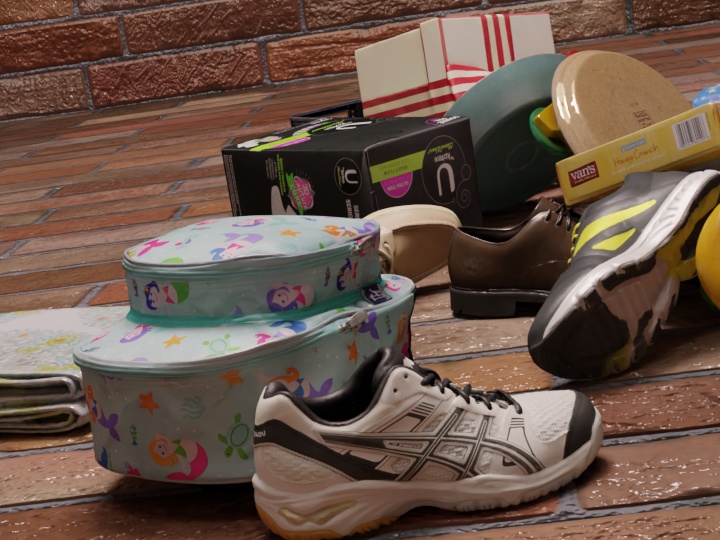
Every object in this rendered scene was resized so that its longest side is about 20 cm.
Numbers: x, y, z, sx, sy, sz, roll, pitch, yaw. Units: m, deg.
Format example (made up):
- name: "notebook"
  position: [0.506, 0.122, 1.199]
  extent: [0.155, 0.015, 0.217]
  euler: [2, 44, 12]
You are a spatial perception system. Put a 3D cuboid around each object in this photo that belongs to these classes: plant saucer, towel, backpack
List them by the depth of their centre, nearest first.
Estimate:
- name: "backpack"
  position: [-0.071, 0.048, 0.888]
  extent: [0.176, 0.152, 0.200]
  euler: [1, 21, 32]
- name: "towel"
  position: [-0.236, 0.071, 1.103]
  extent: [0.169, 0.049, 0.200]
  euler: [-1, 15, 18]
- name: "plant saucer"
  position: [0.153, -0.124, 1.462]
  extent: [0.198, 0.201, 0.036]
  euler: [-15, 51, -27]

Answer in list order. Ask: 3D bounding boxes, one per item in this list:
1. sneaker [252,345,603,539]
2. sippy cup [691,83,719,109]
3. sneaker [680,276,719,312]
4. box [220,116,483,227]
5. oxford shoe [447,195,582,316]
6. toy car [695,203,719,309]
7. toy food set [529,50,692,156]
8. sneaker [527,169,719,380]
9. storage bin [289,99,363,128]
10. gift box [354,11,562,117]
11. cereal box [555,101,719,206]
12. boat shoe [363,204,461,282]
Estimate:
- name: "sneaker"
  position: [0.038, 0.081, 0.787]
  extent: [0.198, 0.089, 0.076]
  euler: [-11, 11, -17]
- name: "sippy cup"
  position: [0.365, -0.118, 1.315]
  extent: [0.129, 0.141, 0.178]
  euler: [-1, -25, 26]
- name: "sneaker"
  position: [0.288, 0.000, 1.040]
  extent: [0.198, 0.086, 0.078]
  euler: [12, -20, 29]
- name: "box"
  position: [-0.007, -0.071, 1.382]
  extent: [0.199, 0.126, 0.148]
  euler: [6, 21, 45]
- name: "oxford shoe"
  position: [0.161, -0.014, 1.126]
  extent: [0.198, 0.085, 0.073]
  euler: [-3, 12, 14]
- name: "toy car"
  position: [0.305, 0.001, 0.872]
  extent: [0.198, 0.177, 0.150]
  euler: [-3, -23, 22]
- name: "toy food set"
  position: [0.254, -0.128, 1.388]
  extent: [0.200, 0.198, 0.049]
  euler: [-38, -5, -46]
- name: "sneaker"
  position: [0.171, 0.001, 0.994]
  extent: [0.200, 0.075, 0.084]
  euler: [-39, 33, -29]
- name: "storage bin"
  position: [0.021, -0.151, 1.782]
  extent: [0.134, 0.095, 0.199]
  euler: [-17, 16, -34]
- name: "gift box"
  position: [0.125, -0.173, 1.614]
  extent: [0.183, 0.202, 0.186]
  euler: [-16, 4, -35]
- name: "cereal box"
  position: [0.265, -0.091, 1.145]
  extent: [0.143, 0.040, 0.199]
  euler: [-22, -10, 41]
- name: "boat shoe"
  position: [0.000, 0.000, 1.209]
  extent: [0.198, 0.073, 0.065]
  euler: [-15, 23, -17]
